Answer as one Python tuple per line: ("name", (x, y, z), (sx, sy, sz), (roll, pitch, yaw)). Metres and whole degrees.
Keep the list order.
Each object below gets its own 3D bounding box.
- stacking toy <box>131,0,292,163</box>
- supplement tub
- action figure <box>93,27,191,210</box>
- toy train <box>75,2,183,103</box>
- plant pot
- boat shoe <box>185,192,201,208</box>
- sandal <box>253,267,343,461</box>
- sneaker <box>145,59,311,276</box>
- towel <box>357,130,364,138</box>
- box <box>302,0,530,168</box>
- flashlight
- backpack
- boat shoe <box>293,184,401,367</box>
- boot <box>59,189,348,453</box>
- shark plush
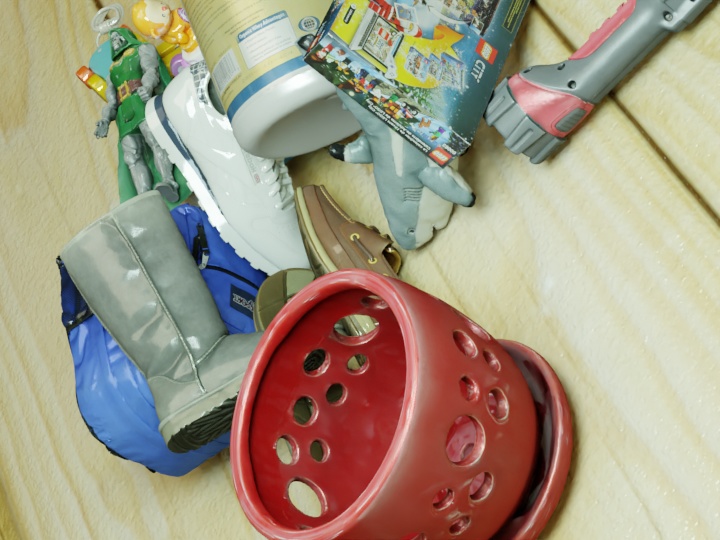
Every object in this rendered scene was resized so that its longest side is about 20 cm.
("stacking toy", (-0.114, -0.185, 1.830), (0.110, 0.200, 0.116), (-36, 43, 34))
("supplement tub", (-0.065, -0.208, 1.724), (0.144, 0.144, 0.201), (-33, 72, 36))
("action figure", (-0.200, -0.139, 1.922), (0.118, 0.055, 0.201), (-35, 53, 29))
("toy train", (-0.177, -0.221, 2.026), (0.199, 0.056, 0.151), (-14, 45, 34))
("plant pot", (0.034, 0.120, 1.502), (0.200, 0.182, 0.201), (-27, 51, 39))
("boat shoe", (-0.180, -0.121, 1.988), (0.074, 0.067, 0.200), (-60, 37, 7))
("sandal", (-0.048, 0.085, 1.725), (0.054, 0.080, 0.201), (124, 143, -49))
("sneaker", (-0.095, -0.083, 1.783), (0.080, 0.200, 0.076), (-35, 7, 23))
("towel", (0.024, -0.210, 1.756), (0.132, 0.034, 0.201), (-19, 82, 51))
("box", (0.048, -0.189, 1.628), (0.038, 0.136, 0.200), (-40, 19, 43))
("flashlight", (0.179, -0.168, 1.580), (0.200, 0.068, 0.068), (-46, 11, 22))
("backpack", (-0.160, 0.058, 1.792), (0.168, 0.162, 0.201), (-33, 47, 32))
("boat shoe", (0.000, 0.000, 1.712), (0.067, 0.072, 0.200), (-22, 47, -6))
("boot", (-0.124, 0.023, 1.683), (0.181, 0.073, 0.200), (-26, 61, -2))
("shark plush", (0.015, -0.098, 1.638), (0.083, 0.200, 0.091), (-30, 43, 17))
